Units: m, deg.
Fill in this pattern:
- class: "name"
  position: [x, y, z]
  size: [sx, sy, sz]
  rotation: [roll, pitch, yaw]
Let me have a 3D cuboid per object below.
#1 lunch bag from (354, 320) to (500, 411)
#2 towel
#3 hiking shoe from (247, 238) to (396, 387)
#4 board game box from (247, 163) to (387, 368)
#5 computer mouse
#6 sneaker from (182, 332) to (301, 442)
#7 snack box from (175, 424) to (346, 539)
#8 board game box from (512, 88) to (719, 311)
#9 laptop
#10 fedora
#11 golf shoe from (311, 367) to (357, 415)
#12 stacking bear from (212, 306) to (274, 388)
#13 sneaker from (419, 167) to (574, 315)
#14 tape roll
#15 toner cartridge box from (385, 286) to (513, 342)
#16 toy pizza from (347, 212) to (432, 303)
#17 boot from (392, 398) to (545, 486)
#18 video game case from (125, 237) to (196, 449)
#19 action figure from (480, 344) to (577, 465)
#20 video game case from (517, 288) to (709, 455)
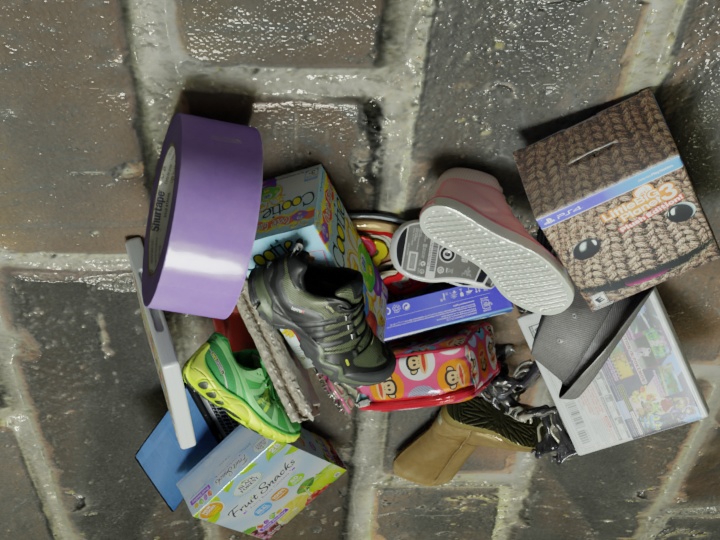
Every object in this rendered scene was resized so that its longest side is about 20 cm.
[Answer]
- class: "lunch bag"
  position: [0.071, 0.118, 1.688]
  size: [0.175, 0.083, 0.200]
  rotation: [-9, -175, 21]
- class: "towel"
  position: [-0.099, 0.083, 1.579]
  size: [0.034, 0.201, 0.133]
  rotation: [-26, 177, 1]
- class: "hiking shoe"
  position: [-0.023, 0.050, 1.447]
  size: [0.200, 0.076, 0.100]
  rotation: [37, 129, -25]
- class: "board game box"
  position: [-0.054, -0.002, 1.526]
  size: [0.104, 0.104, 0.201]
  rotation: [-14, 131, 18]
- class: "computer mouse"
  position: [0.131, -0.018, 1.572]
  size: [0.198, 0.111, 0.044]
  rotation: [10, -175, -5]
- class: "sneaker"
  position: [-0.123, 0.140, 1.595]
  size: [0.074, 0.084, 0.200]
  rotation: [19, 162, 42]
- class: "snack box"
  position: [-0.139, 0.295, 1.948]
  size: [0.169, 0.068, 0.200]
  rotation: [-43, 144, 9]
- class: "board game box"
  position: [0.278, -0.070, 1.460]
  size: [0.158, 0.097, 0.200]
  rotation: [-25, 141, 14]
- class: "laptop"
  position: [-0.190, 0.239, 1.902]
  size: [0.198, 0.117, 0.188]
  rotation: [-6, 146, 7]
- class: "fedora"
  position: [0.264, 0.051, 1.600]
  size: [0.090, 0.177, 0.201]
  rotation: [32, 114, 4]
- class: "golf shoe"
  position: [-0.028, 0.102, 1.763]
  size: [0.092, 0.073, 0.200]
  rotation: [-35, 139, -5]
- class: "stacking bear"
  position: [-0.125, 0.138, 1.753]
  size: [0.113, 0.122, 0.200]
  rotation: [8, 154, 13]
- class: "sneaker"
  position: [0.158, -0.041, 1.498]
  size: [0.199, 0.105, 0.075]
  rotation: [34, 129, -13]
- class: "tape roll"
  position: [-0.164, -0.055, 1.394]
  size: [0.084, 0.201, 0.200]
  rotation: [10, 144, -17]
- class: "toner cartridge box"
  position: [0.084, 0.052, 1.644]
  size: [0.198, 0.044, 0.095]
  rotation: [-14, 174, 4]
- class: "toy pizza"
  position: [0.000, 0.000, 1.632]
  size: [0.198, 0.032, 0.201]
  rotation: [-1, 146, -1]
- class: "boot"
  position: [0.160, 0.260, 1.999]
  size: [0.174, 0.067, 0.200]
  rotation: [20, 141, -9]
- class: "video game case"
  position: [-0.238, 0.089, 1.623]
  size: [0.023, 0.183, 0.201]
  rotation: [-16, 147, -10]
- class: "action figure"
  position: [0.220, 0.159, 1.816]
  size: [0.200, 0.102, 0.119]
  rotation: [49, 165, -4]
- class: "video game case"
  position: [0.318, 0.118, 1.717]
  size: [0.181, 0.023, 0.201]
  rotation: [-22, 97, 27]
